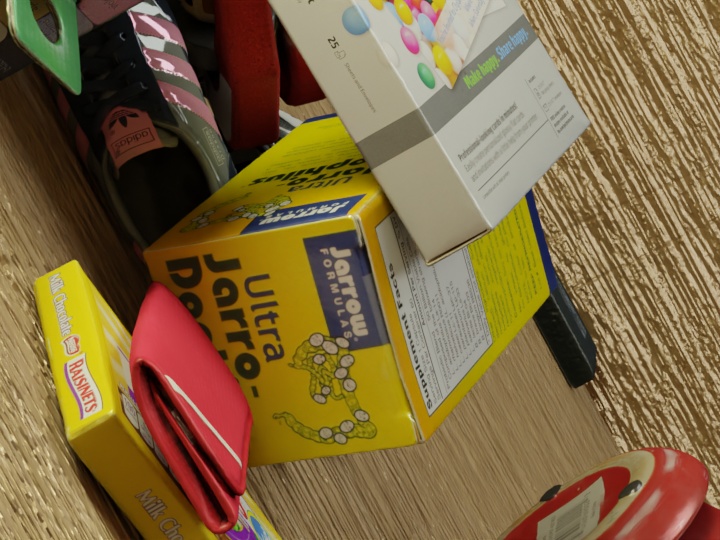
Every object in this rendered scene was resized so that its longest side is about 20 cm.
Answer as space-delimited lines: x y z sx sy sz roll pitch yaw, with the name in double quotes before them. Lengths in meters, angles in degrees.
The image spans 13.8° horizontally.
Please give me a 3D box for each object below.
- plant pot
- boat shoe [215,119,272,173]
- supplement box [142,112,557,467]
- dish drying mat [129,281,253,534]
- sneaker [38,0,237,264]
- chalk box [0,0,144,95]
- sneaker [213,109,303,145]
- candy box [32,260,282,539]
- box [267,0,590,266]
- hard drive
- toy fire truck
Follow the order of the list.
"plant pot" 0.158 0.217 1.678 0.183 0.200 0.200 51 9 -9
"boat shoe" -0.042 0.008 1.518 0.063 0.073 0.202 47 13 -54
"supplement box" 0.000 0.000 1.367 0.200 0.109 0.109 -43 120 -61
"dish drying mat" -0.067 0.050 1.193 0.077 0.018 0.200 58 4 -8
"sneaker" -0.109 -0.083 1.387 0.201 0.070 0.082 60 6 -5
"chalk box" -0.147 -0.167 1.219 0.201 0.123 0.125 66 9 27
"sneaker" -0.031 -0.001 1.620 0.201 0.080 0.086 57 18 4
"candy box" -0.067 0.095 1.195 0.200 0.026 0.102 57 5 -38
"box" 0.016 -0.119 1.317 0.201 0.041 0.156 58 28 -6
"hard drive" 0.219 0.051 3.309 0.140 0.033 0.200 62 7 -3
"toy fire truck" -0.085 -0.168 1.485 0.168 0.111 0.201 90 -18 -50
